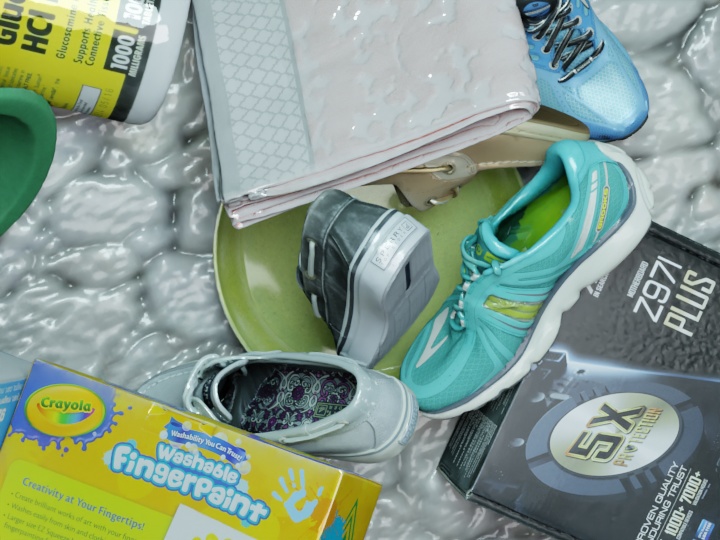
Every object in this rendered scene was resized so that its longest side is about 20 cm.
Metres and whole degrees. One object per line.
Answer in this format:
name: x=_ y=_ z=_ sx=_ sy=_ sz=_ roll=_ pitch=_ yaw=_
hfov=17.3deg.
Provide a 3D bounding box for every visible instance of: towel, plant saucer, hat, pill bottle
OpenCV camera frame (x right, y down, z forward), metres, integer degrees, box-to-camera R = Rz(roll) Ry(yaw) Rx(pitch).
towel: x=-0.005 y=-0.139 z=1.333 sx=0.190 sy=0.201 sz=0.032 roll=-20 pitch=147 yaw=14
plant saucer: x=0.006 y=-0.016 z=1.448 sx=0.199 sy=0.031 sz=0.201 roll=-2 pitch=100 yaw=-11
hat: x=-0.300 y=-0.094 z=1.343 sx=0.200 sy=0.176 sz=0.166 roll=-17 pitch=148 yaw=-45
pill bottle: x=-0.202 y=-0.157 z=1.338 sx=0.199 sy=0.112 sz=0.113 roll=12 pitch=96 yaw=-14

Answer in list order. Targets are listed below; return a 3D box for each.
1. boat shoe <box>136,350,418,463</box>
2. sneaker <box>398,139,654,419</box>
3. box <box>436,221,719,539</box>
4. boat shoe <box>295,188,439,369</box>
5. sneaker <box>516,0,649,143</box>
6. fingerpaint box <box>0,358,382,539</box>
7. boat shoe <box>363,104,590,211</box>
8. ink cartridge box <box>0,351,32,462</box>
boat shoe: x=-0.064 y=0.073 z=1.373 sx=0.071 sy=0.200 sz=0.070 roll=39 pitch=57 yaw=-49
sneaker: x=0.083 y=0.000 z=1.389 sx=0.080 sy=0.078 sz=0.200 roll=21 pitch=114 yaw=-44
box: x=0.167 y=0.073 z=1.467 sx=0.163 sy=0.086 sz=0.201 roll=25 pitch=93 yaw=-14
boat shoe: x=0.000 y=0.000 z=1.350 sx=0.071 sy=0.200 sz=0.072 roll=37 pitch=71 yaw=11
sneaker: x=0.100 y=-0.150 z=1.415 sx=0.200 sy=0.090 sz=0.078 roll=44 pitch=88 yaw=-15
fingerpaint box: x=-0.111 y=0.160 z=1.304 sx=0.199 sy=0.073 sz=0.167 roll=17 pitch=85 yaw=22
boat shoe: x=0.035 y=-0.071 z=1.398 sx=0.199 sy=0.071 sz=0.065 roll=3 pitch=104 yaw=-4
ink cartridge box: x=-0.286 y=0.131 z=1.328 sx=0.147 sy=0.145 sz=0.201 roll=19 pitch=95 yaw=11
